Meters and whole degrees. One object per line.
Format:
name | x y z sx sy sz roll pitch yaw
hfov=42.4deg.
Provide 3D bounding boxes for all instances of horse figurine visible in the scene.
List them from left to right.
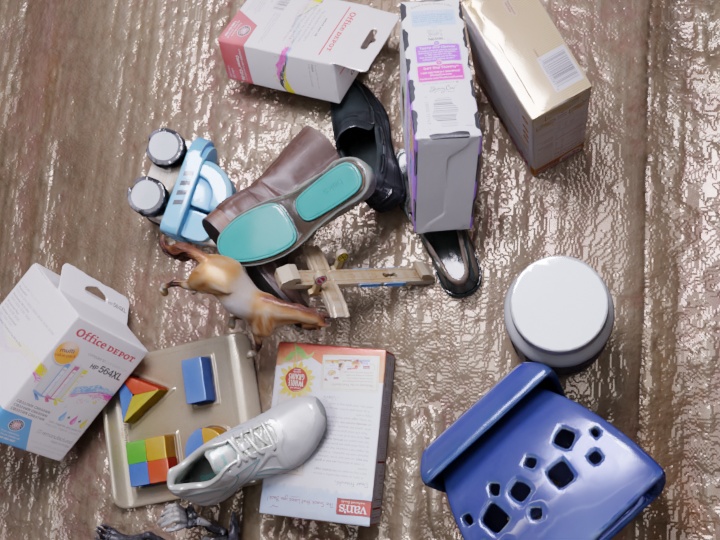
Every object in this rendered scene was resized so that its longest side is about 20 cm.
horse figurine | -0.146 0.029 1.051 0.200 0.132 0.050 41 52 -15

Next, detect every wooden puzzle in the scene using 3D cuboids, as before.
wooden puzzle | -0.222 0.182 1.133 0.199 0.046 0.186 -13 77 9

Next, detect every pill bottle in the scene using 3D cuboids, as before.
pill bottle | 0.211 0.050 0.988 0.113 0.200 0.114 -2 79 11

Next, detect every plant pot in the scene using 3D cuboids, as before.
plant pot | 0.183 0.218 0.968 0.200 0.200 0.180 -43 67 1

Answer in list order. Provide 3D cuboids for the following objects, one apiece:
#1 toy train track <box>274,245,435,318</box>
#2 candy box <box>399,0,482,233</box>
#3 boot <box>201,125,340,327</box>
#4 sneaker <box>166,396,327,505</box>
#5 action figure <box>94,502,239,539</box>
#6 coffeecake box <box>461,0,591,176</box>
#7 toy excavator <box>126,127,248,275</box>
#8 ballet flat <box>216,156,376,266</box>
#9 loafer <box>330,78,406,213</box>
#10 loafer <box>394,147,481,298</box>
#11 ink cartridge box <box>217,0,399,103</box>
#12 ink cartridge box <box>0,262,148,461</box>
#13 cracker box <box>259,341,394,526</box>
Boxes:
toy train track | 0.000 0.000 1.066 0.199 0.033 0.115 -1 45 -28
candy box | 0.085 -0.172 1.043 0.071 0.168 0.201 -4 58 0
boot | -0.063 -0.057 1.129 0.200 0.064 0.187 -43 99 -24
sneaker | -0.127 0.205 1.037 0.200 0.080 0.071 -33 69 8
action figure | -0.210 0.336 1.073 0.199 0.102 0.119 -6 66 12
coffeecake box | 0.187 -0.213 1.044 0.073 0.200 0.154 -29 75 4
toy excavator | -0.184 -0.059 1.154 0.199 0.100 0.195 18 83 5
ballet flat | -0.068 -0.061 1.052 0.199 0.064 0.068 -29 83 14
loafer | 0.001 -0.162 1.123 0.068 0.070 0.201 -31 57 20
loafer | 0.090 -0.066 1.107 0.072 0.063 0.201 -26 75 6
ink cartridge box | -0.059 -0.278 1.151 0.199 0.068 0.117 17 57 19
ink cartridge box | -0.369 0.101 1.119 0.200 0.128 0.125 -51 52 0
cracker box | -0.037 0.189 1.087 0.133 0.058 0.201 4 79 15
